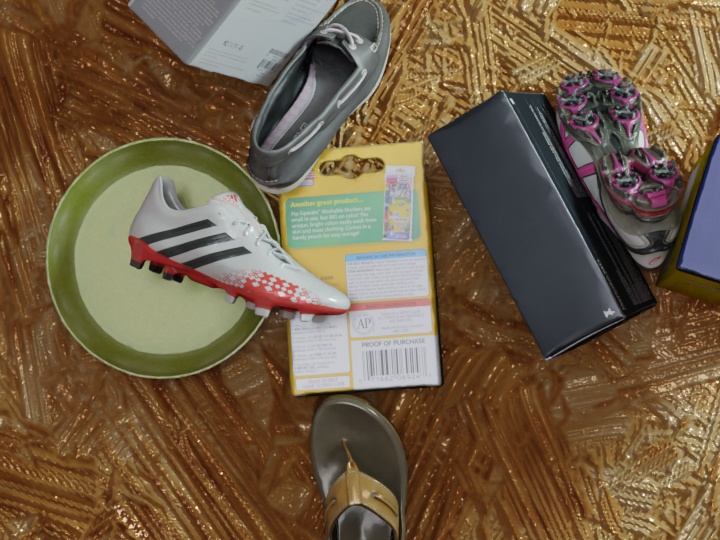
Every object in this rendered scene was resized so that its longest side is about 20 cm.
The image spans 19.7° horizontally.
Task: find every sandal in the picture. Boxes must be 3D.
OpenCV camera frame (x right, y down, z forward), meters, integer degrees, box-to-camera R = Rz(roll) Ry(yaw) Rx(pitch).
[{"bbox_3d":[-0.001,0.202,1.690,0.080,0.054,0.202,-1,96,5],"label":"sandal"}]

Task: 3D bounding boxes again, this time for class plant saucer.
[{"bbox_3d":[-0.164,-0.010,1.741,0.198,0.031,0.202,0,86,3],"label":"plant saucer"}]

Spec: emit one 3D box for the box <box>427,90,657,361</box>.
[{"bbox_3d":[0.148,-0.039,1.663,0.078,0.141,0.201,-29,84,16],"label":"box"}]

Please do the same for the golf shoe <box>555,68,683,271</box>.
[{"bbox_3d":[0.202,-0.084,1.675,0.072,0.093,0.201,-9,42,-6],"label":"golf shoe"}]

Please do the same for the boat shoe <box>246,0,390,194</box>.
[{"bbox_3d":[-0.031,-0.153,1.700,0.066,0.057,0.201,23,67,17],"label":"boat shoe"}]

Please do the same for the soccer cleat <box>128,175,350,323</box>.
[{"bbox_3d":[-0.096,-0.016,1.677,0.199,0.069,0.086,19,93,20],"label":"soccer cleat"}]

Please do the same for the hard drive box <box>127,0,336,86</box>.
[{"bbox_3d":[-0.068,-0.254,1.659,0.077,0.156,0.200,45,104,17],"label":"hard drive box"}]

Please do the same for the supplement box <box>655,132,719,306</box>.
[{"bbox_3d":[0.305,-0.029,1.628,0.109,0.200,0.110,18,87,4],"label":"supplement box"}]

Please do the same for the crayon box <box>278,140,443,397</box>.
[{"bbox_3d":[0.000,0.000,1.720,0.124,0.052,0.202,-4,86,4],"label":"crayon box"}]
